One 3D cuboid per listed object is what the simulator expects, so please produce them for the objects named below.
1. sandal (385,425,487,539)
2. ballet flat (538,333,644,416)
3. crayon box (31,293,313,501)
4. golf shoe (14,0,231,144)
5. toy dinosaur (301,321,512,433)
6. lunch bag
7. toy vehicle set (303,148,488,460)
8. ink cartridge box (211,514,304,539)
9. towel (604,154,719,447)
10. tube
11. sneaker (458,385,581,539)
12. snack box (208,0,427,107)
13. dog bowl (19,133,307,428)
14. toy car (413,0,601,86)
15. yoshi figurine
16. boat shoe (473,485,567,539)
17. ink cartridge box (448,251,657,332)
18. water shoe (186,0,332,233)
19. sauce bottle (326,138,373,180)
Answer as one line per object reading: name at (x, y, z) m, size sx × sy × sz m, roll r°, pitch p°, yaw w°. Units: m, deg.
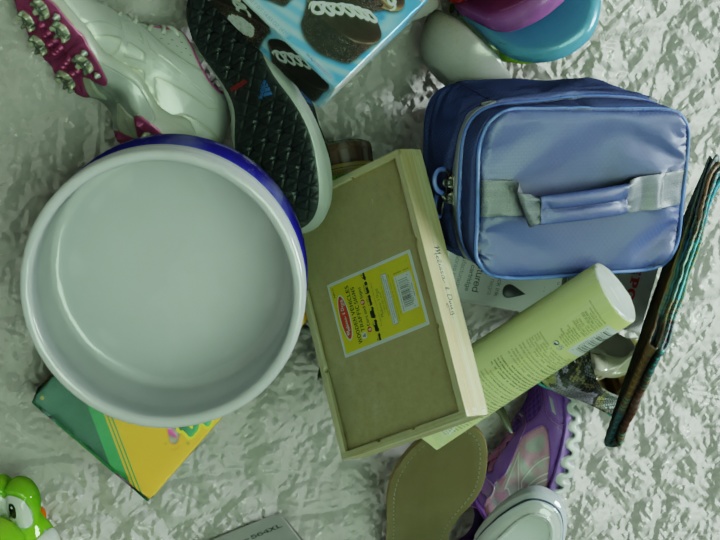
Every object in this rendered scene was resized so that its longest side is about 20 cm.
sandal at (0.053, 0.187, 1.502) m, size 0.077 × 0.070 × 0.212 m, roll 4°, pitch 126°, yaw -9°
ballet flat at (0.206, 0.081, 1.482) m, size 0.200 × 0.072 × 0.072 m, roll 21°, pitch 97°, yaw -57°
crayon box at (-0.141, 0.060, 1.366) m, size 0.119 × 0.058 × 0.200 m, roll 41°, pitch 87°, yaw -8°
golf shoe at (-0.171, -0.157, 1.313) m, size 0.200 × 0.075 × 0.092 m, roll 50°, pitch 63°, yaw -25°
toy dinosaur at (0.034, 0.090, 1.427) m, size 0.102 × 0.200 × 0.077 m, roll -30°, pitch 150°, yaw -33°
lunch bag at (0.140, -0.069, 1.331) m, size 0.199 × 0.132 × 0.137 m, roll -5°, pitch 105°, yaw -21°
toy vehicle set at (0.015, 0.026, 1.305) m, size 0.026 × 0.124 × 0.201 m, roll -2°, pitch 74°, yaw -49°
ink cartridge box at (-0.092, 0.324, 1.465) m, size 0.145 × 0.084 × 0.201 m, roll -22°, pitch 113°, yaw -15°
towel at (0.240, 0.025, 1.394) m, size 0.022 × 0.147 × 0.200 m, roll 20°, pitch 54°, yaw 7°
tube at (0.109, 0.066, 1.327) m, size 0.200 × 0.052 × 0.058 m, roll -36°, pitch 88°, yaw 22°
sneaker at (0.131, 0.175, 1.524) m, size 0.088 × 0.080 × 0.201 m, roll 10°, pitch 99°, yaw -8°
snack box at (-0.060, -0.226, 1.282) m, size 0.200 × 0.037 × 0.116 m, roll 44°, pitch 60°, yaw 0°
dog bowl at (-0.136, 0.005, 1.273) m, size 0.199 × 0.079 × 0.201 m, roll 0°, pitch 104°, yaw 1°
toy car at (0.105, -0.233, 1.351) m, size 0.175 × 0.150 × 0.200 m, roll -48°, pitch 116°, yaw -4°
yoshi figurine at (-0.270, 0.259, 1.362) m, size 0.112 × 0.112 × 0.201 m, roll -10°, pitch 106°, yaw -13°
boat shoe at (0.112, 0.273, 1.484) m, size 0.073 × 0.067 × 0.201 m, roll 25°, pitch 111°, yaw -7°
ink cartridge box at (0.149, -0.040, 1.461) m, size 0.199 × 0.084 × 0.145 m, roll 10°, pitch 100°, yaw -25°
water shoe at (-0.060, -0.128, 1.324) m, size 0.071 × 0.079 × 0.201 m, roll -18°, pitch 94°, yaw 27°
sauce bottle at (0.000, 0.000, 1.378) m, size 0.064 × 0.065 × 0.201 m, roll -10°, pitch 80°, yaw -19°
